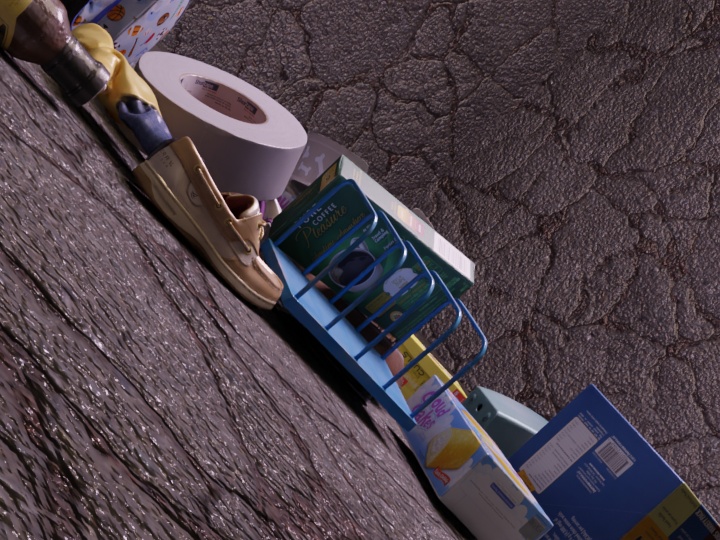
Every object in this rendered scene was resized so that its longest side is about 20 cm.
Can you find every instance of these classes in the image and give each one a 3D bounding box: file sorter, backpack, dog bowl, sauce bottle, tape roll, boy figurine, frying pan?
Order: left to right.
[{"bbox_3d":[-0.284,-0.218,1.104,0.200,0.065,0.065,47,2,-24],"label":"sauce bottle"},{"bbox_3d":[-0.225,-0.158,1.256,0.200,0.064,0.124,49,3,23],"label":"boy figurine"},{"bbox_3d":[-0.282,-0.329,1.579,0.155,0.199,0.190,52,-5,-5],"label":"backpack"},{"bbox_3d":[-0.157,-0.154,1.442,0.198,0.067,0.201,25,19,-10],"label":"tape roll"},{"bbox_3d":[-0.042,0.071,1.440,0.190,0.031,0.115,51,-1,-35],"label":"frying pan"},{"bbox_3d":[-0.004,-0.078,1.623,0.199,0.059,0.200,38,-7,5],"label":"dog bowl"},{"bbox_3d":[0.016,0.030,1.366,0.200,0.122,0.139,47,7,-27],"label":"file sorter"}]

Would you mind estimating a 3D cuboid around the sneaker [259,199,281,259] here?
[{"bbox_3d":[-0.138,-0.085,1.532,0.200,0.075,0.100,50,4,27],"label":"sneaker"}]

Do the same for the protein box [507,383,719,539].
[{"bbox_3d":[0.259,0.278,1.509,0.135,0.200,0.199,46,3,-35],"label":"protein box"}]

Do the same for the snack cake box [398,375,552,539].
[{"bbox_3d":[0.113,0.206,1.421,0.115,0.067,0.200,47,3,-22],"label":"snack cake box"}]

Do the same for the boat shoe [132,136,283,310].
[{"bbox_3d":[-0.119,-0.041,1.221,0.200,0.069,0.074,49,0,-42],"label":"boat shoe"}]

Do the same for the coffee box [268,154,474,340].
[{"bbox_3d":[0.013,-0.021,1.454,0.199,0.123,0.044,37,34,-20],"label":"coffee box"}]

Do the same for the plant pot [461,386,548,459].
[{"bbox_3d":[0.194,0.248,1.681,0.199,0.142,0.141,40,5,-20],"label":"plant pot"}]

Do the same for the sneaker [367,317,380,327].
[{"bbox_3d":[0.000,0.000,1.552,0.084,0.073,0.200,32,-11,44],"label":"sneaker"}]

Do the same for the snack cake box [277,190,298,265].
[{"bbox_3d":[-0.060,-0.029,1.697,0.199,0.068,0.115,35,-5,35],"label":"snack cake box"}]

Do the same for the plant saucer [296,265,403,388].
[{"bbox_3d":[-0.019,0.058,1.566,0.200,0.035,0.200,41,-6,5],"label":"plant saucer"}]

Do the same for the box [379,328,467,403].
[{"bbox_3d":[0.058,0.126,1.811,0.200,0.075,0.050,49,4,-32],"label":"box"}]
